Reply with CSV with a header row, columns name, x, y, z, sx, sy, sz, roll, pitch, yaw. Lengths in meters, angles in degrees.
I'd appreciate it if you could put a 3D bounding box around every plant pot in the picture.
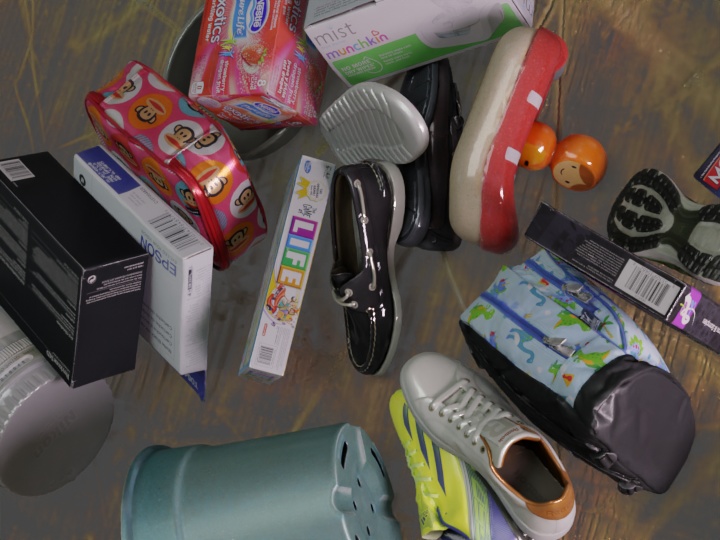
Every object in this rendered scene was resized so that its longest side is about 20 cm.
name,x,y,z,sx,sy,sz,roll,pitch,yaw
plant pot,-0.079,0.229,1.398,0.195,0.200,0.202,-17,66,18

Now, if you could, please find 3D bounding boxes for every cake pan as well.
name,x,y,z,sx,sy,sz,roll,pitch,yaw
cake pan,-0.118,-0.201,1.644,0.199,0.037,0.202,-10,69,29

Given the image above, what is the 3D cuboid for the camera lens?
name,x,y,z,sx,sy,sz,roll,pitch,yaw
camera lens,-0.368,0.117,1.622,0.199,0.160,0.161,33,93,35

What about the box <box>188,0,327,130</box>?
name,x,y,z,sx,sy,sz,roll,pitch,yaw
box,-0.089,-0.247,1.560,0.099,0.095,0.202,0,74,33

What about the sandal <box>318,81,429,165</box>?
name,x,y,z,sx,sy,sz,roll,pitch,yaw
sandal,0.017,-0.144,1.484,0.050,0.083,0.202,-36,15,-20

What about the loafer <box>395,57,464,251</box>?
name,x,y,z,sx,sy,sz,roll,pitch,yaw
loafer,0.069,-0.111,1.496,0.072,0.063,0.202,-27,52,56

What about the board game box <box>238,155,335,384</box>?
name,x,y,z,sx,sy,sz,roll,pitch,yaw
board game box,-0.071,0.003,1.497,0.034,0.134,0.202,15,81,-6

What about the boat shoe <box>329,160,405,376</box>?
name,x,y,z,sx,sy,sz,roll,pitch,yaw
boat shoe,0.000,0.000,1.454,0.074,0.060,0.202,22,111,52

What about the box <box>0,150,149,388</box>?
name,x,y,z,sx,sy,sz,roll,pitch,yaw
box,-0.294,-0.004,1.547,0.200,0.078,0.142,42,131,36

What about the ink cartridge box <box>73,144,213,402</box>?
name,x,y,z,sx,sy,sz,roll,pitch,yaw
ink cartridge box,-0.218,0.009,1.563,0.199,0.040,0.201,40,139,35

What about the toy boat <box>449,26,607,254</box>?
name,x,y,z,sx,sy,sz,roll,pitch,yaw
toy boat,0.156,-0.108,1.410,0.130,0.131,0.201,21,86,6

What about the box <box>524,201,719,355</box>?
name,x,y,z,sx,sy,sz,roll,pitch,yaw
box,0.231,0.016,1.259,0.143,0.200,0.036,33,96,35

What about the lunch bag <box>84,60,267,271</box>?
name,x,y,z,sx,sy,sz,roll,pitch,yaw
lunch bag,-0.178,-0.097,1.568,0.082,0.177,0.200,-39,57,-16

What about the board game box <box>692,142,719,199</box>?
name,x,y,z,sx,sy,sz,roll,pitch,yaw
board game box,0.379,-0.118,1.294,0.200,0.062,0.200,-50,55,9

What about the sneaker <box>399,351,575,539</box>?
name,x,y,z,sx,sy,sz,roll,pitch,yaw
sneaker,0.110,0.130,1.323,0.073,0.085,0.200,-38,66,-18

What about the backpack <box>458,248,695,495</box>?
name,x,y,z,sx,sy,sz,roll,pitch,yaw
backpack,0.174,0.075,1.314,0.199,0.163,0.155,21,78,41

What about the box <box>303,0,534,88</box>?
name,x,y,z,sx,sy,sz,roll,pitch,yaw
box,0.060,-0.290,1.496,0.199,0.097,0.178,-15,49,27

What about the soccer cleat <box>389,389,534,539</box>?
name,x,y,z,sx,sy,sz,roll,pitch,yaw
soccer cleat,0.072,0.187,1.380,0.084,0.065,0.200,-38,60,-1

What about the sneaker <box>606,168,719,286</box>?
name,x,y,z,sx,sy,sz,roll,pitch,yaw
sneaker,0.280,-0.021,1.317,0.077,0.088,0.200,-57,33,3
